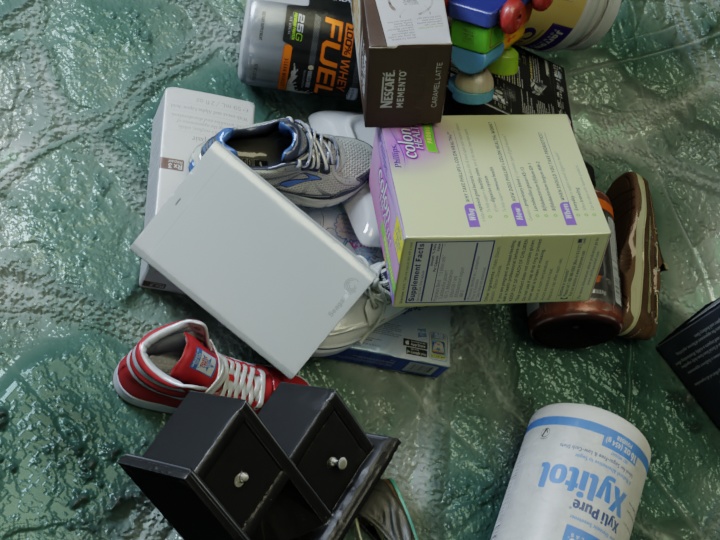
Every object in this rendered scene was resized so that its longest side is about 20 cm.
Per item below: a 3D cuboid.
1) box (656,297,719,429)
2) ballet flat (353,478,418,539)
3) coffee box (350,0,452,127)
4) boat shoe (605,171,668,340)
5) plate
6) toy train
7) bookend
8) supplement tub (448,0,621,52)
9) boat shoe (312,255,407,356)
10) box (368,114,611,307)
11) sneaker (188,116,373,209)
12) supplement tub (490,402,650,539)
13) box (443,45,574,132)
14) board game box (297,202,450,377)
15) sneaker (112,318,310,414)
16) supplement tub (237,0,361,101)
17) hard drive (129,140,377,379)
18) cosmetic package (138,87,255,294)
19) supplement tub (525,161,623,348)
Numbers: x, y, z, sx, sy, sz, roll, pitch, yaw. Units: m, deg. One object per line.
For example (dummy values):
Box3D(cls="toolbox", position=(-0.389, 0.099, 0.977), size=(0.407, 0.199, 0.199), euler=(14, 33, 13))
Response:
Box3D(cls="box", position=(0.459, 0.114, 1.430), size=(0.107, 0.148, 0.200), euler=(-32, 81, -29))
Box3D(cls="ballet flat", position=(0.043, 0.298, 1.238), size=(0.068, 0.068, 0.200), euler=(-24, 67, -18))
Box3D(cls="coffee box", position=(0.035, -0.255, 1.265), size=(0.079, 0.115, 0.201), euler=(-3, 55, -4))
Box3D(cls="boat shoe", position=(0.317, -0.013, 1.485), size=(0.075, 0.075, 0.203), euler=(22, 66, -27))
Box3D(cls="plate", position=(0.062, -0.109, 1.403), size=(0.199, 0.032, 0.201), euler=(-1, 49, -27))
Box3D(cls="toy train", position=(0.154, -0.255, 1.323), size=(0.084, 0.116, 0.200), euler=(22, 38, 24))
Box3D(cls="bookend", position=(-0.084, 0.167, 1.169), size=(0.200, 0.092, 0.199), euler=(-55, 130, -31))
Box3D(cls="supplement tub", position=(0.181, -0.328, 1.445), size=(0.199, 0.145, 0.146), euler=(7, 64, -31))
Box3D(cls="boat shoe", position=(0.019, 0.021, 1.284), size=(0.201, 0.086, 0.075), euler=(-21, 75, -27))
Box3D(cls="box", position=(0.120, -0.061, 1.257), size=(0.199, 0.097, 0.176), euler=(-1, 46, -10))
Box3D(cls="sneaker", position=(-0.066, -0.112, 1.284), size=(0.199, 0.085, 0.077), euler=(-5, 70, -27))
Box3D(cls="supplement tub", position=(0.206, 0.247, 1.281), size=(0.131, 0.132, 0.201), euler=(27, 59, -8))
Box3D(cls="box", position=(0.145, -0.184, 1.431), size=(0.163, 0.086, 0.200), euler=(23, 32, -11))
Box3D(cls="board game box", position=(0.000, 0.000, 1.362), size=(0.199, 0.043, 0.200), euler=(12, 64, -16))
Box3D(cls="sneaker", position=(-0.129, 0.102, 1.225), size=(0.199, 0.113, 0.072), euler=(9, 65, -18))
Box3D(cls="supplement tub", position=(-0.029, -0.251, 1.400), size=(0.199, 0.123, 0.123), euler=(7, 64, -5))
Box3D(cls="hard drive", position=(-0.102, -0.009, 1.227), size=(0.200, 0.026, 0.132), euler=(40, 95, -5))
Box3D(cls="cosmetic package", position=(-0.166, -0.079, 1.317), size=(0.101, 0.074, 0.201), euler=(7, 63, -18))
Box3D(cls="supplement tub", position=(0.232, -0.022, 1.429), size=(0.106, 0.107, 0.201), euler=(8, 64, -18))
